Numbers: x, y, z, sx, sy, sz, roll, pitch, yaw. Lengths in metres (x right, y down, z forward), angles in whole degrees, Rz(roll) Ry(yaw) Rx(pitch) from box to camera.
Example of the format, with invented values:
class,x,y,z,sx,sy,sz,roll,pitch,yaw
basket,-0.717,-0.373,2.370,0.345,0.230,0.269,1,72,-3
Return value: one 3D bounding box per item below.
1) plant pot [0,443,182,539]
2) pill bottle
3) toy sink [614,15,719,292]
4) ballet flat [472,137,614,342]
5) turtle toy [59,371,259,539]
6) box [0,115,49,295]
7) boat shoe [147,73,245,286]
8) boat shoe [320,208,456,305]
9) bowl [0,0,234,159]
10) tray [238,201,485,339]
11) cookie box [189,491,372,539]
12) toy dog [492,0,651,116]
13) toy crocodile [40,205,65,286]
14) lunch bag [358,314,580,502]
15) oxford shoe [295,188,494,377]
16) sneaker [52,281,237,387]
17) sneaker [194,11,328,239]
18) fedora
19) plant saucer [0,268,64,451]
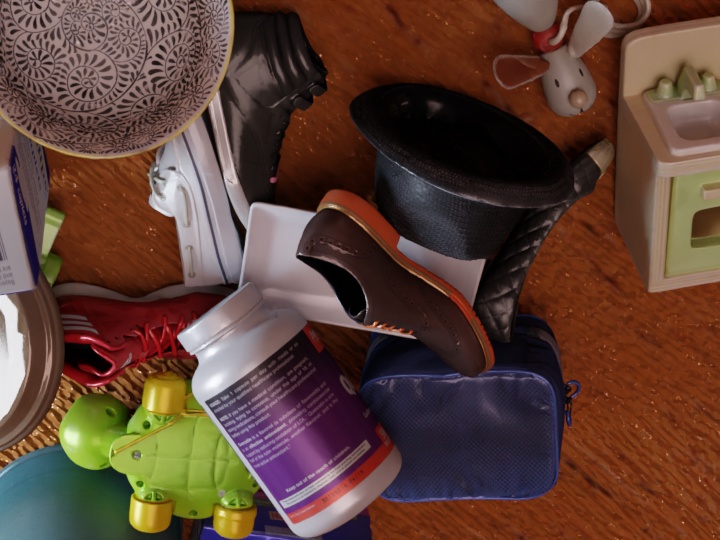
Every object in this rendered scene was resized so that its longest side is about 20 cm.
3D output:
class,x,y,z,sx,sy,sz,roll,pitch,yaw
plant pot,-0.259,0.292,1.284,0.198,0.188,0.201,-3,117,-6
pill bottle,-0.062,0.112,1.176,0.112,0.112,0.201,-34,95,10
toy sink,0.292,-0.095,1.188,0.129,0.112,0.201,-9,131,-4
ballet flat,0.160,-0.028,1.235,0.057,0.066,0.201,36,91,8
turtle toy,-0.168,0.153,1.273,0.198,0.101,0.147,7,101,-12
box,-0.338,-0.060,1.087,0.182,0.200,0.106,-9,120,-3
boat shoe,-0.145,-0.067,1.183,0.066,0.074,0.201,-15,118,-2
boat shoe,0.033,-0.024,1.232,0.199,0.071,0.065,-23,118,5
bowl,-0.201,-0.184,1.089,0.199,0.094,0.203,0,91,-13
tray,0.000,0.000,1.197,0.198,0.022,0.108,10,122,-3
cookie box,-0.093,0.318,1.384,0.170,0.075,0.201,11,115,-13
toy dog,0.147,-0.209,1.141,0.200,0.096,0.132,37,107,-23
toy crocodile,-0.310,0.027,1.214,0.067,0.062,0.201,28,109,-20
lunch bag,0.098,0.115,1.276,0.198,0.133,0.137,-1,116,5
oxford shoe,0.026,0.028,1.145,0.200,0.071,0.073,43,62,-15
sneaker,-0.179,0.066,1.222,0.198,0.116,0.079,-1,117,-7
sneaker,-0.068,-0.120,1.168,0.098,0.071,0.201,-10,114,3
fedora,0.072,-0.072,1.142,0.199,0.201,0.092,10,118,-13
plant saucer,-0.336,0.057,1.183,0.199,0.029,0.202,3,98,21
